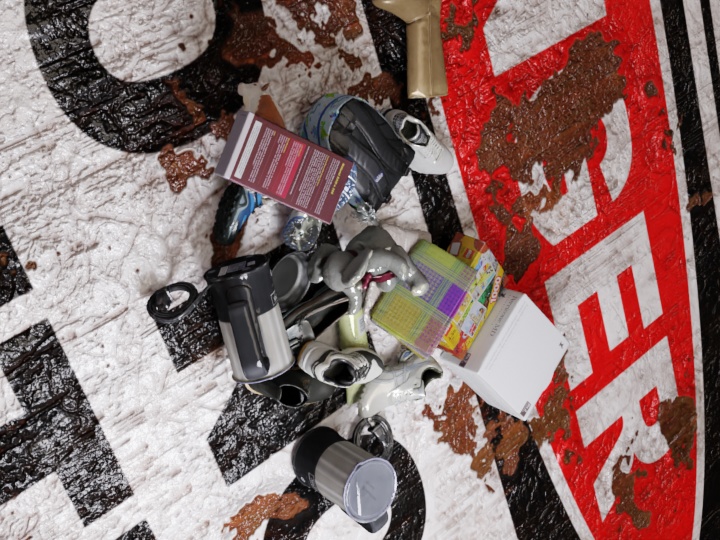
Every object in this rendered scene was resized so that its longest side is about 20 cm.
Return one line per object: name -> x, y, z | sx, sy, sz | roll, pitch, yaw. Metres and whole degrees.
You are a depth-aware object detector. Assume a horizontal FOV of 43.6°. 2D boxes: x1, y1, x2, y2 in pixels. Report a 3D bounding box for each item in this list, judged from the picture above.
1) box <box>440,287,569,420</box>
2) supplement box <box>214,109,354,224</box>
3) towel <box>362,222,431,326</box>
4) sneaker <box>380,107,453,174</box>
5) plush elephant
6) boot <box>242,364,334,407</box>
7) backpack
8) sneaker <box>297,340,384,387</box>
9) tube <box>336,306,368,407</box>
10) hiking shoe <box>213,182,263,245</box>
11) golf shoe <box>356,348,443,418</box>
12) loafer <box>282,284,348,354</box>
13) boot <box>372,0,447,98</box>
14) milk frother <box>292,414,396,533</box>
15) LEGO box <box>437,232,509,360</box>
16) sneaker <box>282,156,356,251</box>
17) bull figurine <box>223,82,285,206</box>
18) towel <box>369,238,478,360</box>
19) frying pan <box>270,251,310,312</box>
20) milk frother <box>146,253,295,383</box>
box -> 0.308, 0.170, 1.907 | 0.200, 0.130, 0.201 | 43, 75, -33
supplement box -> -0.119, -0.163, 1.426 | 0.197, 0.061, 0.111 | 23, 91, -27
towel -> 0.068, 0.014, 1.766 | 0.130, 0.034, 0.205 | 10, 94, -37
sneaker -> 0.118, -0.239, 1.723 | 0.198, 0.080, 0.078 | 28, 82, -37
plush elephant -> 0.000, 0.000, 1.602 | 0.154, 0.164, 0.202 | -40, 116, -20
boot -> -0.104, 0.221, 1.623 | 0.197, 0.137, 0.079 | 9, 95, -36
backpack -> -0.015, -0.223, 1.607 | 0.165, 0.152, 0.200 | -55, 145, -8
sneaker -> -0.023, 0.187, 1.653 | 0.197, 0.087, 0.077 | 10, 107, -41
tube -> -0.010, 0.162, 1.737 | 0.057, 0.052, 0.204 | -6, 115, 7
hiking shoe -> -0.181, -0.130, 1.535 | 0.086, 0.074, 0.204 | 25, 85, -32
golf shoe -> 0.079, 0.227, 1.763 | 0.199, 0.096, 0.079 | -40, 141, -26
loafer -> -0.090, 0.095, 1.645 | 0.199, 0.062, 0.073 | -41, 135, -19
boot -> 0.096, -0.423, 1.680 | 0.172, 0.066, 0.205 | -12, 107, -32
milk frother -> 0.009, 0.361, 1.691 | 0.201, 0.187, 0.181 | -52, 123, -16
LEGO box -> 0.200, 0.053, 1.820 | 0.202, 0.076, 0.149 | -58, 139, -12
sneaker -> -0.075, -0.132, 1.567 | 0.076, 0.086, 0.200 | 29, 123, -21
bull figurine -> -0.158, -0.207, 1.477 | 0.121, 0.065, 0.203 | -39, 110, -27
towel -> 0.121, 0.053, 1.728 | 0.202, 0.142, 0.023 | -57, 168, -12
frying pan -> -0.106, 0.001, 1.634 | 0.189, 0.031, 0.117 | -34, 136, -35
milk frother -> -0.233, 0.096, 1.514 | 0.181, 0.195, 0.192 | -53, 132, -66
